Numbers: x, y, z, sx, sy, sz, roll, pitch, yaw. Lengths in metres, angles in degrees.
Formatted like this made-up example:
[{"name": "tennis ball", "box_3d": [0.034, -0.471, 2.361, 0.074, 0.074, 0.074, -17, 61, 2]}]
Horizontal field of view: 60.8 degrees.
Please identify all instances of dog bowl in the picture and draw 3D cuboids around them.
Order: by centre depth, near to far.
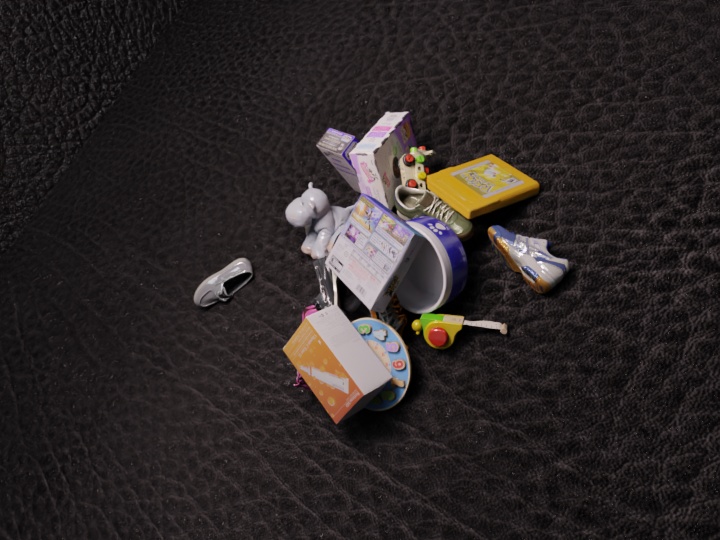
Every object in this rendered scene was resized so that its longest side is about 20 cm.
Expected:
[{"name": "dog bowl", "box_3d": [0.132, -0.013, 1.327, 0.079, 0.201, 0.200, -22, 31, -39]}]

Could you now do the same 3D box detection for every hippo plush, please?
[{"name": "hippo plush", "box_3d": [-0.102, -0.128, 1.590, 0.199, 0.161, 0.160, -28, 49, 17]}]

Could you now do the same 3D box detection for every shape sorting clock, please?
[{"name": "shape sorting clock", "box_3d": [0.022, 0.201, 1.315, 0.199, 0.039, 0.201, 6, 100, 40]}]

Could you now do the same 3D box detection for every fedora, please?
[{"name": "fedora", "box_3d": [0.000, 0.000, 1.449, 0.200, 0.091, 0.202, -3, 87, 63]}]

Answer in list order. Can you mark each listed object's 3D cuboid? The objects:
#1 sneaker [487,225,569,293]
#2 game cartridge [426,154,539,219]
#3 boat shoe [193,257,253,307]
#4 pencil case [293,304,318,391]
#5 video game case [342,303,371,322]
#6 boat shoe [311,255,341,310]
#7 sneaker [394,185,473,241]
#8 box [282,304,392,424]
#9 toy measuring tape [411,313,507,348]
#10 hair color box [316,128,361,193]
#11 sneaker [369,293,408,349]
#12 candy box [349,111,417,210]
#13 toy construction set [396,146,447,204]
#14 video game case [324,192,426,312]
[{"name": "sneaker", "box_3d": [0.352, -0.038, 1.287, 0.088, 0.075, 0.200, -35, 53, -5]}, {"name": "game cartridge", "box_3d": [0.273, -0.195, 1.393, 0.199, 0.033, 0.176, -20, 41, -23]}, {"name": "boat shoe", "box_3d": [-0.388, 0.046, 1.740, 0.200, 0.070, 0.072, -38, 43, 5]}, {"name": "pencil case", "box_3d": [-0.101, 0.176, 1.418, 0.093, 0.091, 0.201, -14, 51, 23]}, {"name": "video game case", "box_3d": [-0.044, 0.135, 1.476, 0.143, 0.019, 0.200, 29, 81, 43]}, {"name": "boat shoe", "box_3d": [-0.081, 0.062, 1.404, 0.066, 0.075, 0.201, -6, 76, 3]}, {"name": "sneaker", "box_3d": [0.154, -0.132, 1.359, 0.200, 0.090, 0.067, 26, 68, 31]}, {"name": "box", "box_3d": [-0.050, 0.194, 1.281, 0.200, 0.097, 0.125, 51, 130, 17]}, {"name": "toy measuring tape", "box_3d": [0.205, 0.133, 1.283, 0.199, 0.074, 0.074, 6, 63, 16]}, {"name": "hair color box", "box_3d": [-0.015, -0.274, 1.598, 0.109, 0.200, 0.065, 30, 81, 43]}, {"name": "sneaker", "box_3d": [0.065, 0.097, 1.347, 0.077, 0.078, 0.201, 2, 106, 22]}, {"name": "candy box", "box_3d": [0.067, -0.269, 1.515, 0.071, 0.168, 0.200, 8, 44, 31]}, {"name": "toy construction set", "box_3d": [0.155, -0.221, 1.478, 0.092, 0.130, 0.201, 127, 137, -57]}, {"name": "video game case", "box_3d": [0.026, -0.040, 1.297, 0.200, 0.045, 0.182, 44, 111, 44]}]
